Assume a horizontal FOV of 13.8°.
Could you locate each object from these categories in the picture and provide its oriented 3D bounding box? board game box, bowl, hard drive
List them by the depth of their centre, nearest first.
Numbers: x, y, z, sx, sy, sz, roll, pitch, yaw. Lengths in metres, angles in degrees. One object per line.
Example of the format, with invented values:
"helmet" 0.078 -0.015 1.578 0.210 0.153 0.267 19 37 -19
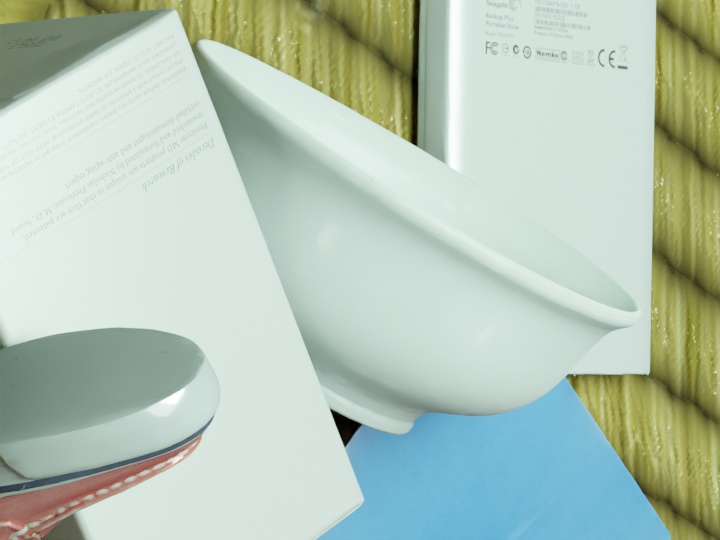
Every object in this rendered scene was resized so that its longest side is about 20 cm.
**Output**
"bowl" 0.000 0.000 1.141 0.201 0.201 0.090 26 99 -40
"board game box" 0.041 0.121 1.255 0.158 0.039 0.200 -46 125 -14
"hard drive" 0.078 -0.055 1.300 0.132 0.027 0.200 2 88 -43

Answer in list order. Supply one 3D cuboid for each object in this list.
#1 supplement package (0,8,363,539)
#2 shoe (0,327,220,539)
"supplement package" -0.107 0.023 1.064 0.120 0.121 0.200 -35 113 -37
"shoe" -0.129 0.085 0.971 0.071 0.200 0.091 -77 149 -62
